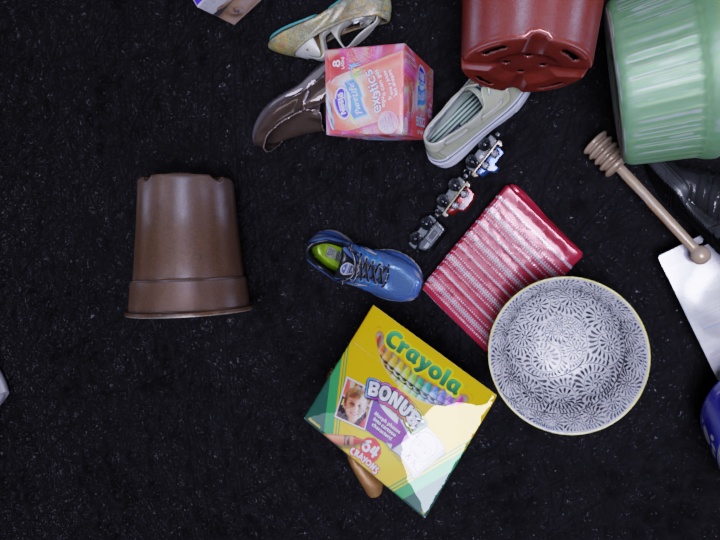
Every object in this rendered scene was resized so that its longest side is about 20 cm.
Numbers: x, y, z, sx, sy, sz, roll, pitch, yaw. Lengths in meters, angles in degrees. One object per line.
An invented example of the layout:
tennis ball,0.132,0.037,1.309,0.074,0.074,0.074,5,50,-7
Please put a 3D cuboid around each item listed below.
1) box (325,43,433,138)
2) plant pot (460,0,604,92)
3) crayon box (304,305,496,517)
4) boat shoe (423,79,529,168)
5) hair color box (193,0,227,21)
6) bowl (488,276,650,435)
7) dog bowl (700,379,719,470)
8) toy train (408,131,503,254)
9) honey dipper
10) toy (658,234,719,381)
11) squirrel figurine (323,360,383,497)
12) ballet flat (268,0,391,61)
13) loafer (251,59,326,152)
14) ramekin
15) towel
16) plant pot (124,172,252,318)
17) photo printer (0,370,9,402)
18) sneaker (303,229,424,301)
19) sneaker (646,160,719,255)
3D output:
box,0.031,-0.221,0.685,0.098,0.199,0.099,3,102,18
plant pot,0.192,-0.326,0.595,0.193,0.200,0.204,6,89,16
crayon box,0.051,0.179,0.701,0.197,0.058,0.176,33,88,13
boat shoe,0.161,-0.222,0.697,0.072,0.062,0.201,44,97,22
hair color box,-0.150,-0.451,0.755,0.196,0.109,0.066,-30,91,20
bowl,0.272,0.103,0.714,0.192,0.094,0.210,3,99,17
dog bowl,0.514,0.187,0.616,0.191,0.080,0.207,4,123,5
toy train,0.140,-0.106,0.756,0.045,0.034,0.202,38,108,6
honey dipper,0.362,-0.091,0.665,0.038,0.038,0.202,-42,75,20
toy,0.470,0.048,0.665,0.112,0.047,0.206,-27,84,19
squirrel figurine,0.051,0.182,0.781,0.183,0.141,0.204,-33,91,13
ballet flat,-0.044,-0.342,0.762,0.193,0.071,0.073,-20,93,18
loafer,-0.079,-0.235,0.785,0.197,0.073,0.072,-34,87,20
ramekin,0.334,-0.219,0.592,0.094,0.199,0.209,-8,97,25
towel,0.199,-0.001,0.760,0.144,0.022,0.201,42,110,6
plant pot,-0.268,-0.038,0.825,0.192,0.199,0.208,-1,92,18
photo printer,-0.834,0.247,1.114,0.199,0.069,0.168,-42,85,20
sneaker,0.000,0.000,0.790,0.193,0.089,0.082,18,105,14
sneaker,0.442,-0.084,0.622,0.103,0.060,0.204,-37,58,15
